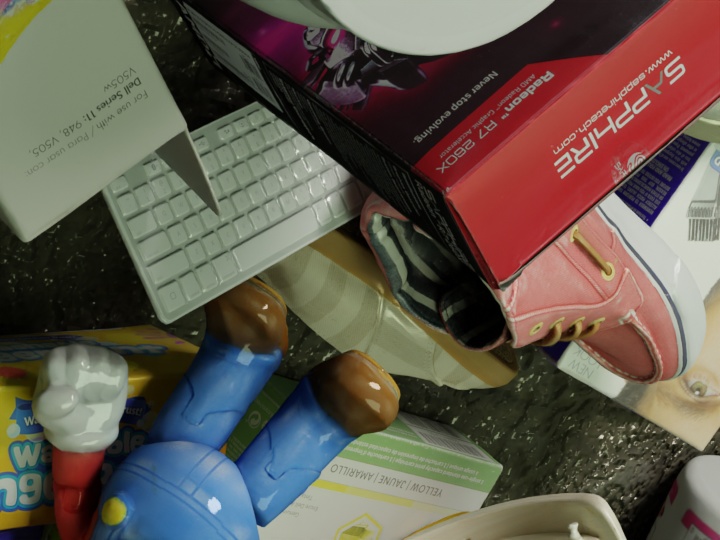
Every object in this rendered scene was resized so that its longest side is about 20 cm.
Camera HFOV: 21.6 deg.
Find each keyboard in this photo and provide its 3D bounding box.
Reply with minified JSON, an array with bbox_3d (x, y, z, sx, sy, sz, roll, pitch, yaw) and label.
[{"bbox_3d":[-0.020,-0.042,0.719,0.200,0.011,0.057,-31,95,-45],"label":"keyboard"}]

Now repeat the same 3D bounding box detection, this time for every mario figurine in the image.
[{"bbox_3d":[-0.067,0.097,0.655,0.201,0.123,0.106,-56,140,-20],"label":"mario figurine"}]

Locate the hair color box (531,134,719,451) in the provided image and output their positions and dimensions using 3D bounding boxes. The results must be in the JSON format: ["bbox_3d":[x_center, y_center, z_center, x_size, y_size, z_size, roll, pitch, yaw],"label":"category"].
[{"bbox_3d":[0.171,-0.026,0.899,0.109,0.065,0.201,29,100,-32],"label":"hair color box"}]

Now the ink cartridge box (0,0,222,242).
[{"bbox_3d":[-0.125,-0.091,0.588,0.067,0.117,0.201,-36,135,-11],"label":"ink cartridge box"}]

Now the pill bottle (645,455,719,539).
[{"bbox_3d":[0.189,0.216,1.060,0.113,0.113,0.201,8,114,-42],"label":"pill bottle"}]

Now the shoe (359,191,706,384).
[{"bbox_3d":[0.071,0.005,0.773,0.200,0.071,0.091,51,57,-37],"label":"shoe"}]

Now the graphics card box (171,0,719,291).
[{"bbox_3d":[0.029,-0.090,0.654,0.125,0.200,0.051,-40,132,-8],"label":"graphics card box"}]

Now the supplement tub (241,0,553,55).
[{"bbox_3d":[-0.021,-0.161,0.563,0.144,0.200,0.146,-21,130,-26],"label":"supplement tub"}]

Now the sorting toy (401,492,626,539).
[{"bbox_3d":[0.041,0.220,0.829,0.199,0.107,0.181,-29,102,-20],"label":"sorting toy"}]

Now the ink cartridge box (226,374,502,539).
[{"bbox_3d":[-0.038,0.152,0.882,0.145,0.048,0.201,19,103,-45],"label":"ink cartridge box"}]

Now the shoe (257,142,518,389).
[{"bbox_3d":[0.000,0.000,0.801,0.053,0.070,0.200,-29,138,22],"label":"shoe"}]

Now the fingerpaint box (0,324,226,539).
[{"bbox_3d":[-0.153,0.113,0.713,0.199,0.073,0.168,-2,104,-38],"label":"fingerpaint box"}]

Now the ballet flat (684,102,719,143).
[{"bbox_3d":[0.123,-0.101,0.778,0.199,0.070,0.070,27,101,-26],"label":"ballet flat"}]
